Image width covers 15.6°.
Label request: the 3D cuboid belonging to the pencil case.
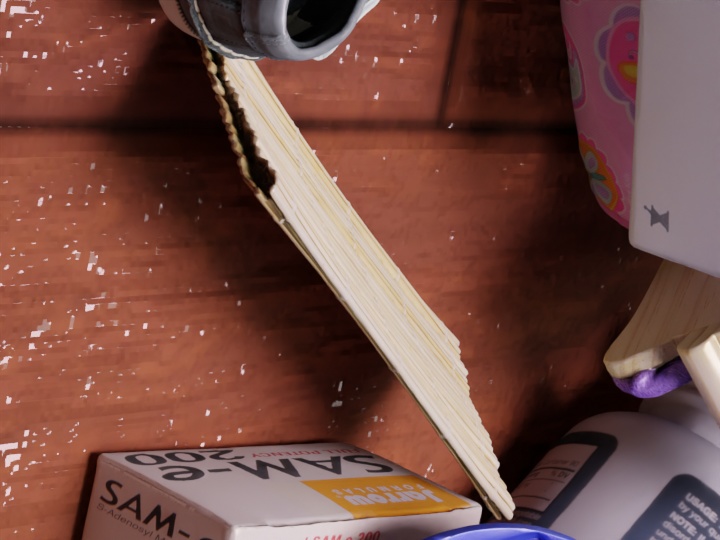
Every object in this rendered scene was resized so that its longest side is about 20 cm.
[{"bbox_3d":[0.115,-0.109,0.959,0.087,0.087,0.201,-36,131,-33],"label":"pencil case"}]

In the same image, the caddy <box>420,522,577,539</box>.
[{"bbox_3d":[0.043,0.183,0.876,0.141,0.105,0.201,-11,117,-20],"label":"caddy"}]

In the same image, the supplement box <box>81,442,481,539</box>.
[{"bbox_3d":[-0.044,0.165,0.907,0.126,0.073,0.201,2,105,-48],"label":"supplement box"}]

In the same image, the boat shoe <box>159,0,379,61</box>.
[{"bbox_3d":[0.031,-0.124,0.822,0.200,0.062,0.073,-34,127,-20],"label":"boat shoe"}]

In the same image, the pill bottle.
[{"bbox_3d":[0.104,0.126,1.021,0.200,0.119,0.120,-46,135,-25],"label":"pill bottle"}]

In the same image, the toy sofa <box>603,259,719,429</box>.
[{"bbox_3d":[0.171,0.012,1.000,0.083,0.097,0.200,59,30,-16],"label":"toy sofa"}]

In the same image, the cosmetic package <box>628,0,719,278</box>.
[{"bbox_3d":[0.197,-0.113,0.891,0.200,0.123,0.201,-26,126,-41],"label":"cosmetic package"}]

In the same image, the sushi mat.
[{"bbox_3d":[0.000,0.000,0.879,0.012,0.096,0.200,-27,137,9],"label":"sushi mat"}]
